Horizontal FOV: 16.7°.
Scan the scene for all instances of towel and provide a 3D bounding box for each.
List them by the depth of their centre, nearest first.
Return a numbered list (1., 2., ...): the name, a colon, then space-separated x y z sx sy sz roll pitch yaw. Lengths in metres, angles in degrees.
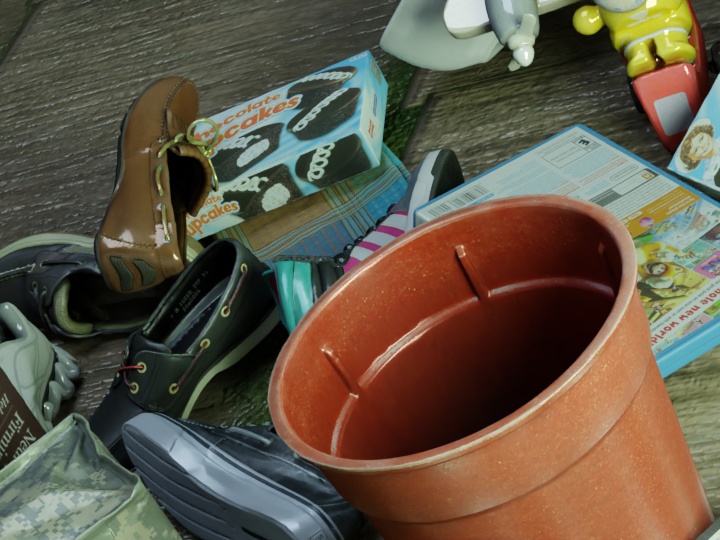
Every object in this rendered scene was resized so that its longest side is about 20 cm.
1. towel: -0.034 -0.041 1.746 0.147 0.022 0.200 -31 30 -2

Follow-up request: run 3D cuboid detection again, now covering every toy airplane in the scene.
1. toy airplane: 0.176 -0.201 1.597 0.200 0.199 0.141 -63 -13 11

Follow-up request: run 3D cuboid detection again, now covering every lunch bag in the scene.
1. lunch bag: -0.182 0.208 1.364 0.200 0.164 0.118 -37 35 -11

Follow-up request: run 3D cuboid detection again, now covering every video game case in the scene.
1. video game case: 0.149 -0.015 1.457 0.143 0.018 0.200 -28 44 -31

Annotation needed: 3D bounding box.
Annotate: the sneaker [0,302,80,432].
1. sneaker: -0.241 0.099 1.662 0.075 0.081 0.200 -22 33 10

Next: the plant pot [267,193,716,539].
1. plant pot: 0.085 0.098 1.266 0.200 0.195 0.201 -22 32 14

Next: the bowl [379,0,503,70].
1. bowl: 0.111 -0.235 1.772 0.200 0.075 0.200 -57 -7 36

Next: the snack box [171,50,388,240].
1. snack box: -0.078 -0.084 1.796 0.200 0.037 0.116 -22 30 17

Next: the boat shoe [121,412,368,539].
1. boat shoe: -0.065 0.128 1.492 0.071 0.072 0.200 -36 40 -27

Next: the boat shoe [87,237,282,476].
1. boat shoe: -0.134 0.065 1.623 0.201 0.063 0.074 -49 37 -10

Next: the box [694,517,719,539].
1. box: 0.204 0.185 1.175 0.200 0.048 0.158 -39 34 -15

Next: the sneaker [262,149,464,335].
1. sneaker: 0.000 0.000 1.604 0.121 0.084 0.200 -5 39 21

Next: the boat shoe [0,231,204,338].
1. boat shoe: -0.203 0.014 1.760 0.200 0.073 0.065 -11 30 29

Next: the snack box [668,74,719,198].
1. snack box: 0.278 -0.128 1.496 0.200 0.037 0.116 -61 33 1

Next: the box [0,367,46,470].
1. box: -0.283 0.161 1.487 0.164 0.200 0.166 -11 36 29

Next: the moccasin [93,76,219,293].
1. moccasin: -0.132 -0.066 1.715 0.078 0.074 0.202 -7 34 12
